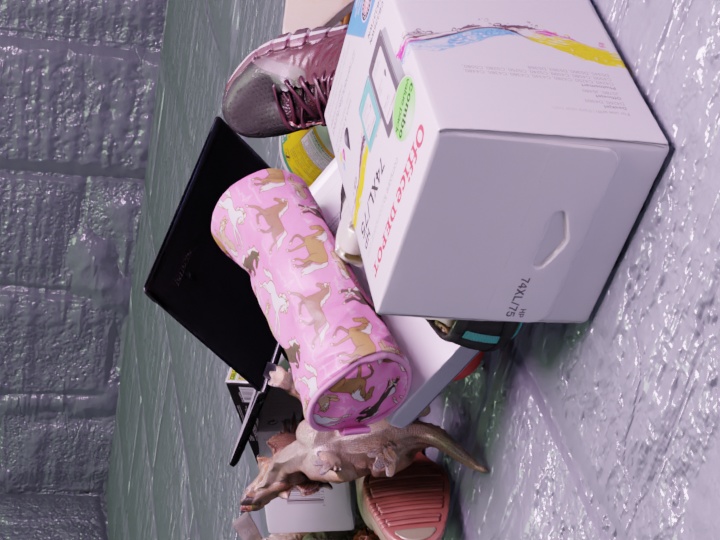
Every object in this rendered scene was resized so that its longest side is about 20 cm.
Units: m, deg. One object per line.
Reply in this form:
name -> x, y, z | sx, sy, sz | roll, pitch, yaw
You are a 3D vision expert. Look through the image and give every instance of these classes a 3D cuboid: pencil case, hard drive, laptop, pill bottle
pencil case -> -0.037, 0.020, 0.922 | 0.201, 0.083, 0.087 | 59, -175, 36
hard drive -> 0.021, -0.003, 0.956 | 0.132, 0.027, 0.200 | -48, 52, 14
laptop -> -0.110, 0.021, 1.076 | 0.200, 0.115, 0.188 | 115, 174, -51
pill bottle -> 0.001, -0.133, 1.154 | 0.200, 0.112, 0.114 | 153, 119, -72

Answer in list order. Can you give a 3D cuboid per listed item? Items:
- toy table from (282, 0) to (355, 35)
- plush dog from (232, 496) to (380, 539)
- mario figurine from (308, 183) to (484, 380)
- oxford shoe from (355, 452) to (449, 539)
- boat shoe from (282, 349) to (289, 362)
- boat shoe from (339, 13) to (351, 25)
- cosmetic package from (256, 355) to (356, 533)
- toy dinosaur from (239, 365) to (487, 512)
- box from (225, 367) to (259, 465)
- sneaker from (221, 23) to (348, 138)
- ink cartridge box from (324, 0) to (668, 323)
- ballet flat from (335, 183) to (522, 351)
toy table -> 0.003, -0.271, 1.059 | 0.200, 0.116, 0.185 | 81, -165, -67
plush dog -> -0.030, 0.297, 1.160 | 0.171, 0.160, 0.202 | 2, 88, 50
mario figurine -> 0.033, 0.009, 1.032 | 0.124, 0.105, 0.201 | -56, 53, 32
oxford shoe -> 0.033, 0.191, 1.076 | 0.200, 0.070, 0.074 | -106, 16, -70
boat shoe -> -0.001, 0.000, 1.104 | 0.072, 0.066, 0.202 | 22, 84, 56
boat shoe -> 0.012, -0.288, 1.212 | 0.076, 0.073, 0.202 | 171, 102, -73
cosmetic package -> -0.044, 0.136, 1.197 | 0.200, 0.080, 0.114 | -84, -9, -62
toy dinosaur -> -0.001, 0.136, 1.021 | 0.136, 0.198, 0.087 | 78, -168, -66
box -> -0.084, 0.135, 1.338 | 0.201, 0.034, 0.111 | 76, -158, -45
sneaker -> -0.029, -0.135, 0.985 | 0.076, 0.199, 0.116 | 57, -155, -26
ink cartridge box -> 0.075, -0.088, 0.826 | 0.201, 0.145, 0.147 | -105, 24, -45
ballet flat -> 0.029, -0.016, 0.885 | 0.200, 0.068, 0.068 | 42, 125, 40
